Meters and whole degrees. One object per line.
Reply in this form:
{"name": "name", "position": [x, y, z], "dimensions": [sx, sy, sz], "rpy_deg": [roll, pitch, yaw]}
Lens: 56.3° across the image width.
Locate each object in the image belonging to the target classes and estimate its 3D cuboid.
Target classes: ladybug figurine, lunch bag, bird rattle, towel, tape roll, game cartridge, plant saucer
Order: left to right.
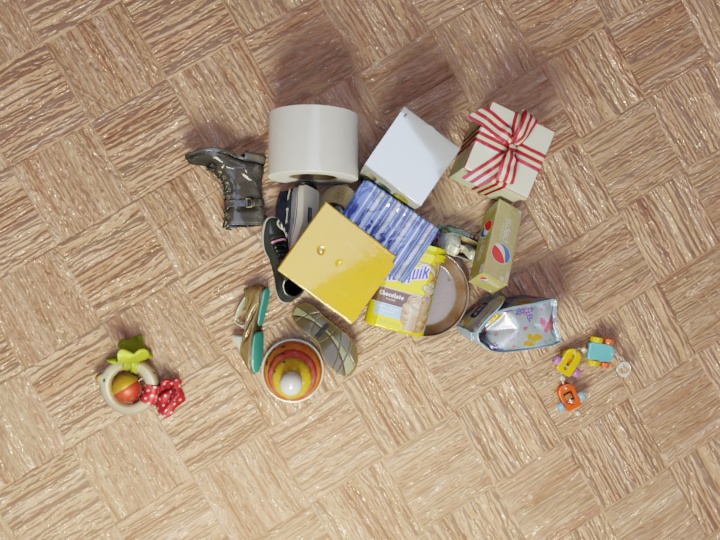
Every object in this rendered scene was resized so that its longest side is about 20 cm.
{"name": "bird rattle", "position": [-0.494, 0.251, 1.498], "dimensions": [0.162, 0.113, 0.201], "rpy_deg": [-29, 106, 6]}
{"name": "tape roll", "position": [-0.102, -0.269, 1.466], "dimensions": [0.200, 0.203, 0.141], "rpy_deg": [1, 90, -6]}
{"name": "ladybug figurine", "position": [-0.056, -0.096, 1.525], "dimensions": [0.134, 0.072, 0.202], "rpy_deg": [20, 91, 22]}
{"name": "game cartridge", "position": [-0.047, -0.015, 1.424], "dimensions": [0.199, 0.032, 0.177], "rpy_deg": [37, 92, -11]}
{"name": "towel", "position": [0.052, -0.087, 1.457], "dimensions": [0.199, 0.024, 0.146], "rpy_deg": [35, 90, 6]}
{"name": "plant saucer", "position": [0.154, 0.054, 1.575], "dimensions": [0.197, 0.037, 0.204], "rpy_deg": [0, 89, -6]}
{"name": "lunch bag", "position": [0.328, 0.117, 1.525], "dimensions": [0.197, 0.170, 0.129], "rpy_deg": [-10, 92, -5]}

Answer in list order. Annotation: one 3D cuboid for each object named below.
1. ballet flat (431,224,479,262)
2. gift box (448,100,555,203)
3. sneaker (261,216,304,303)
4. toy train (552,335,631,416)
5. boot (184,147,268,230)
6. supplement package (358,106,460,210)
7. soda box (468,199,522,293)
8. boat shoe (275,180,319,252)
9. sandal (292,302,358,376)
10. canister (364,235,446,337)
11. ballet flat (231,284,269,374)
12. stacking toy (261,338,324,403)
{"name": "ballet flat", "position": [0.243, -0.052, 1.563], "dimensions": [0.198, 0.071, 0.070], "rpy_deg": [18, 121, -7]}
{"name": "gift box", "position": [0.301, -0.259, 1.516], "dimensions": [0.198, 0.187, 0.187], "rpy_deg": [19, 87, -6]}
{"name": "sneaker", "position": [-0.166, -0.025, 1.503], "dimensions": [0.070, 0.099, 0.203], "rpy_deg": [-14, 95, -24]}
{"name": "toy train", "position": [0.533, 0.243, 1.606], "dimensions": [0.199, 0.056, 0.151], "rpy_deg": [-31, 94, -2]}
{"name": "boot", "position": [-0.297, -0.179, 1.510], "dimensions": [0.197, 0.069, 0.177], "rpy_deg": [3, 89, -13]}
{"name": "supplement package", "position": [0.099, -0.235, 1.488], "dimensions": [0.151, 0.200, 0.151], "rpy_deg": [35, 86, -4]}
{"name": "soda box", "position": [0.307, -0.056, 1.522], "dimensions": [0.067, 0.064, 0.202], "rpy_deg": [25, 63, -12]}
{"name": "boat shoe", "position": [-0.145, -0.093, 1.494], "dimensions": [0.074, 0.092, 0.203], "rpy_deg": [24, 66, -46]}
{"name": "sandal", "position": [-0.079, 0.156, 1.547], "dimensions": [0.080, 0.054, 0.200], "rpy_deg": [-43, 79, -10]}
{"name": "canister", "position": [0.098, 0.035, 1.509], "dimensions": [0.147, 0.087, 0.203], "rpy_deg": [14, 89, -3]}
{"name": "ballet flat", "position": [-0.253, 0.130, 1.525], "dimensions": [0.071, 0.068, 0.203], "rpy_deg": [6, 89, 14]}
{"name": "stacking toy", "position": [-0.146, 0.229, 1.461], "dimensions": [0.144, 0.200, 0.148], "rpy_deg": [0, 90, -6]}
